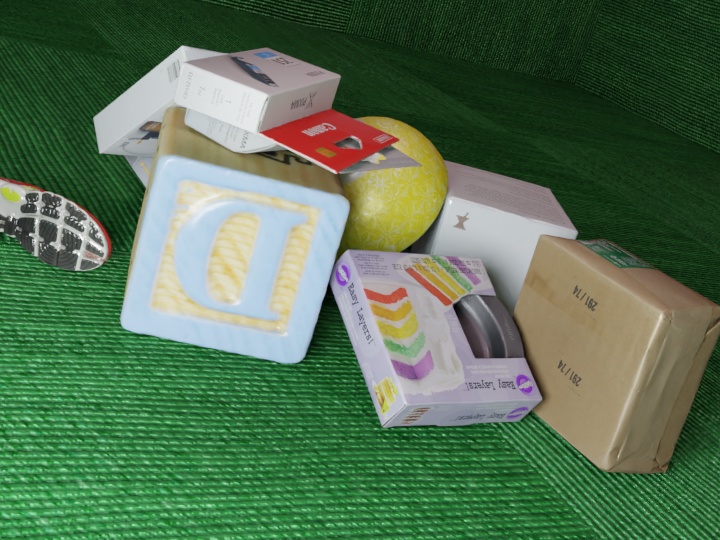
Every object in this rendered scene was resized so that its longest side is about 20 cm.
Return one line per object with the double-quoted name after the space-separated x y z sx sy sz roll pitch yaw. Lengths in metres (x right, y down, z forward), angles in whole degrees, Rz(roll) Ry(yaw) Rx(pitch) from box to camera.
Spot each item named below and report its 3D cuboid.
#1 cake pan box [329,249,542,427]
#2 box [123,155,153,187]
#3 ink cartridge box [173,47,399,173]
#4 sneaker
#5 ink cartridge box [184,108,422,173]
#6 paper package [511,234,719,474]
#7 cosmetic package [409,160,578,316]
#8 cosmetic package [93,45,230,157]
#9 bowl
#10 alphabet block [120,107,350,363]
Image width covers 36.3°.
0.079 0.069 1.136 0.199 0.052 0.185 5 55 -37 "cake pan box"
-0.194 -0.116 1.444 0.159 0.048 0.200 51 29 19 "box"
-0.062 -0.165 1.089 0.176 0.045 0.200 23 21 12 "ink cartridge box"
-0.348 -0.062 1.223 0.199 0.077 0.085 25 15 20 "sneaker"
-0.058 -0.133 1.144 0.200 0.047 0.160 33 24 25 "ink cartridge box"
0.259 0.082 1.164 0.103 0.191 0.200 4 21 -33 "paper package"
0.160 -0.025 1.414 0.167 0.167 0.200 15 18 -5 "cosmetic package"
-0.196 -0.189 1.286 0.150 0.052 0.200 -3 -15 -44 "cosmetic package"
-0.005 -0.116 1.310 0.200 0.200 0.108 34 -14 40 "bowl"
-0.136 -0.042 1.167 0.196 0.196 0.200 14 18 -13 "alphabet block"
